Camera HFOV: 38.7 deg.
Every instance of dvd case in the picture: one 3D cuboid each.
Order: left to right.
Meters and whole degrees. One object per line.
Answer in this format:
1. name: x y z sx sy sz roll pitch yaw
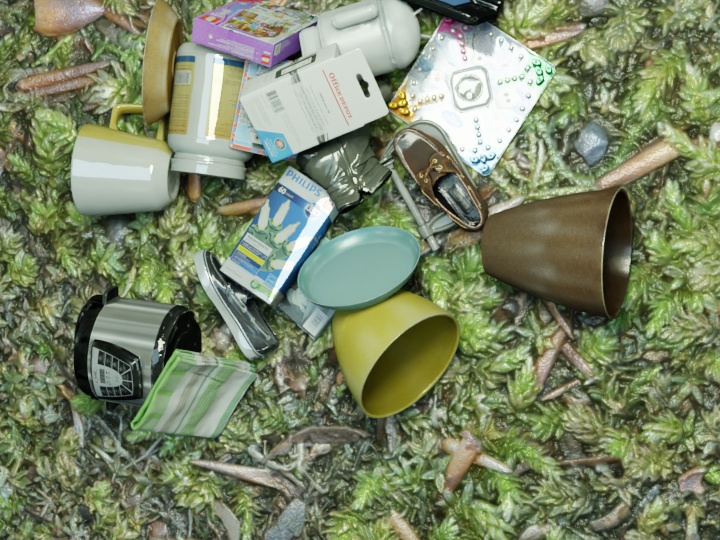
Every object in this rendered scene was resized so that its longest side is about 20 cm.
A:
1. dvd case: -0.104 -0.006 1.690 0.199 0.022 0.147 40 100 11

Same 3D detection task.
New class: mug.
1. mug: -0.380 -0.179 1.693 0.150 0.149 0.190 4 99 5

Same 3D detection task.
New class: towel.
1. towel: -0.261 0.204 1.644 0.031 0.199 0.151 35 99 32

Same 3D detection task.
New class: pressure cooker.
1. pressure cooker: -0.378 0.135 1.683 0.196 0.179 0.178 8 64 13

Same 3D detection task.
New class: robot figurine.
1. robot figurine: 0.008 -0.355 1.578 0.197 0.170 0.115 -13 75 8

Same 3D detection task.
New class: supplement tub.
1. supplement tub: -0.234 -0.254 1.651 0.142 0.145 0.204 8 93 13

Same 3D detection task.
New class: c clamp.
1. c clamp: 0.093 -0.127 1.622 0.169 0.027 0.203 -25 90 17

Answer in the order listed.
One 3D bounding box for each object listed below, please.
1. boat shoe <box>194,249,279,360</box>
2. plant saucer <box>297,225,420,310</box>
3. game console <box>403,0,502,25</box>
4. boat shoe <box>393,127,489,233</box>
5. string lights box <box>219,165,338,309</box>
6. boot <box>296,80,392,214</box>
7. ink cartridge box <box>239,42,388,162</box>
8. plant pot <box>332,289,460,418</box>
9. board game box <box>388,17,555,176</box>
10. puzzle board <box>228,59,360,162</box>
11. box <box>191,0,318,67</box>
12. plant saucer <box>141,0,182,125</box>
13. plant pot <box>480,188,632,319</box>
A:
1. boat shoe: -0.201 0.046 1.688 0.067 0.072 0.202 -31 87 14
2. plant saucer: 0.000 0.000 1.586 0.197 0.201 0.028 -11 125 13
3. game console: 0.126 -0.466 1.561 0.198 0.176 0.118 24 116 16
4. boat shoe: 0.124 -0.141 1.571 0.200 0.070 0.070 46 103 5
5. string lights box: -0.125 -0.052 1.641 0.102 0.059 0.202 32 84 10
6. boot: 0.006 -0.189 1.609 0.200 0.068 0.131 -45 78 -5
7. ink cartridge box: -0.066 -0.258 1.533 0.197 0.068 0.117 -20 119 14
8. plant pot: 0.037 0.105 1.589 0.201 0.199 0.142 -52 56 9
9. board game box: 0.172 -0.287 1.614 0.199 0.026 0.202 35 99 11
10. puzzle board: -0.101 -0.250 1.623 0.197 0.017 0.153 10 94 -26
11. box: -0.158 -0.377 1.604 0.135 0.200 0.040 21 119 12
12. plant saucer: -0.314 -0.332 1.648 0.035 0.200 0.204 7 93 -3
13. plant pot: 0.287 -0.032 1.530 0.197 0.186 0.191 5 93 27
